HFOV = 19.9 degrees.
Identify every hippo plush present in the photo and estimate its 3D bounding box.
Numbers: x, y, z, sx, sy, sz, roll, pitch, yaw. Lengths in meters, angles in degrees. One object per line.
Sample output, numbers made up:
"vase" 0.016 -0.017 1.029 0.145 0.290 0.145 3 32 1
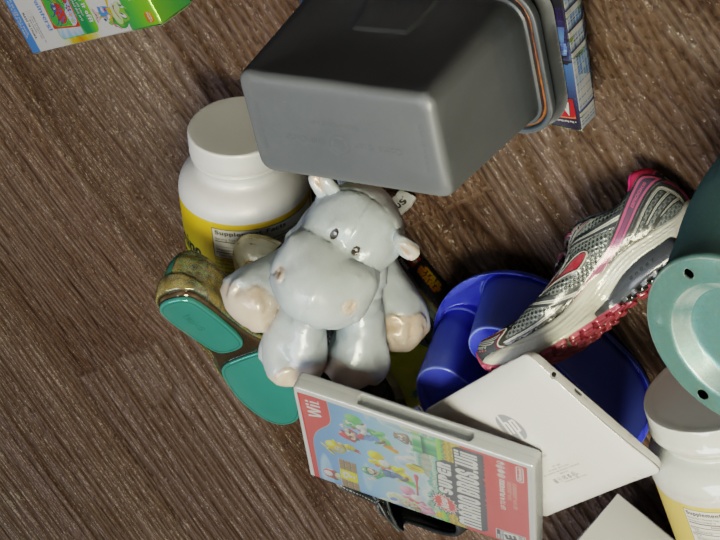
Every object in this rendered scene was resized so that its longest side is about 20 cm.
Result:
"hippo plush" 0.000 0.000 1.588 0.159 0.200 0.161 38 164 -5

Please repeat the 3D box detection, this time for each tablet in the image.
"tablet" 0.132 0.127 1.535 0.130 0.014 0.200 41 153 -5

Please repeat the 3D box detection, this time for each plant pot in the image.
"plant pot" 0.290 -0.002 1.323 0.200 0.188 0.200 27 139 27

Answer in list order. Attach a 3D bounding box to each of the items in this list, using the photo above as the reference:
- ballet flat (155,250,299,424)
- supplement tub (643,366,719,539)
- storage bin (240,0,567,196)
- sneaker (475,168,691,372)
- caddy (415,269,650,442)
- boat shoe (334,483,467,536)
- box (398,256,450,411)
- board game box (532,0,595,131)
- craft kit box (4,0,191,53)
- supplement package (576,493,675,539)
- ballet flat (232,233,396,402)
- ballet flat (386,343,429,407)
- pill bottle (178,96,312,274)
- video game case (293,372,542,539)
"ballet flat" -0.101 0.052 1.717 0.071 0.071 0.200 8 150 42
"supplement tub" 0.296 0.164 1.507 0.145 0.145 0.200 3 125 45
"storage bin" 0.020 -0.135 1.407 0.200 0.134 0.146 10 130 31
"sneaker" 0.166 0.008 1.511 0.200 0.081 0.075 -39 74 15
"caddy" 0.140 0.092 1.639 0.200 0.105 0.141 45 127 -8
"boat shoe" 0.037 0.201 1.884 0.200 0.062 0.075 10 131 43
"box" 0.063 0.083 1.766 0.200 0.040 0.137 50 143 -2
"board game box" 0.086 -0.175 1.484 0.200 0.062 0.200 17 135 36
"craft kit box" -0.260 -0.293 1.755 0.198 0.049 0.200 -1 122 50
"supplement package" 0.208 0.284 1.682 0.121 0.120 0.200 40 165 12
"ballet flat" -0.041 0.053 1.675 0.066 0.057 0.200 -40 85 39
"ballet flat" -0.009 0.090 1.756 0.200 0.067 0.067 1 125 46
"pill bottle" -0.096 -0.044 1.753 0.112 0.112 0.200 25 138 29
"video game case" 0.047 0.152 1.608 0.200 0.017 0.143 18 149 17
